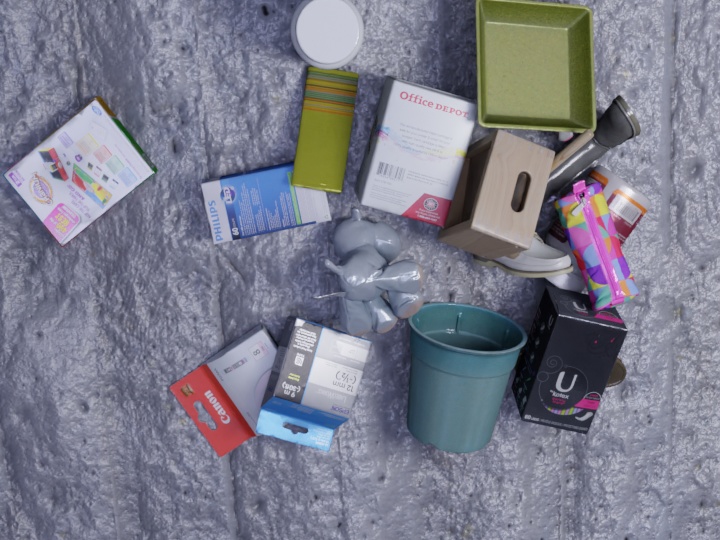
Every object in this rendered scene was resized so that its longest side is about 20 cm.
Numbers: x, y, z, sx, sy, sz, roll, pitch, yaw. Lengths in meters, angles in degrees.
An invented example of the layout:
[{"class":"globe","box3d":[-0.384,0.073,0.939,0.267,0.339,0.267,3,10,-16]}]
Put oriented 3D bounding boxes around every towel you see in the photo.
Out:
[{"class":"towel","box3d":[-0.057,-0.227,1.696,0.085,0.018,0.203,8,80,-2]}]

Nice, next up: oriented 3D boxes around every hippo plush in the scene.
[{"class":"hippo plush","box3d":[0.000,0.000,1.723,0.197,0.162,0.160,6,131,-21]}]

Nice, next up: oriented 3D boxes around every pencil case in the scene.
[{"class":"pencil case","box3d":[0.367,-0.039,1.646,0.087,0.088,0.202,-21,89,1]}]

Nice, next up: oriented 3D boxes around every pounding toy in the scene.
[{"class":"pounding toy","box3d":[0.236,-0.129,1.628,0.140,0.184,0.203,19,80,-13]}]

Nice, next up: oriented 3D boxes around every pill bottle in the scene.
[{"class":"pill bottle","box3d":[-0.051,-0.365,1.607,0.111,0.200,0.115,-1,102,-3]},{"class":"pill bottle","box3d":[0.378,-0.062,1.746,0.114,0.114,0.201,34,99,-10]}]

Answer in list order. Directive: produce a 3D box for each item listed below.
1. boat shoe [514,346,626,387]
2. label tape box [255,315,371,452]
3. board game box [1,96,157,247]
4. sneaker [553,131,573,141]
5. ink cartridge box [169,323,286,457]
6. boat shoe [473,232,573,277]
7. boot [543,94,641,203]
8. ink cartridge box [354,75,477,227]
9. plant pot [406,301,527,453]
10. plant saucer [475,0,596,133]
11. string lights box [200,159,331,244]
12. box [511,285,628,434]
[{"class":"boat shoe","box3d":[0.357,0.149,1.812,0.197,0.068,0.073,11,113,-4]},{"class":"label tape box","box3d":[-0.079,0.193,1.760,0.142,0.066,0.203,18,82,-19]},{"class":"board game box","box3d":[-0.453,-0.159,1.708,0.199,0.040,0.154,-36,102,5]},{"class":"sneaker","box3d":[0.278,-0.293,1.712,0.088,0.081,0.202,-30,94,5]},{"class":"ink cartridge box","box3d":[-0.203,0.214,1.804,0.199,0.057,0.163,-34,103,-1]},{"class":"boat shoe","box3d":[0.258,-0.035,1.710,0.074,0.199,0.069,-15,109,-40]},{"class":"boot","box3d":[0.346,-0.186,1.694,0.198,0.182,0.073,-30,76,1]},{"class":"ink cartridge box","box3d":[0.087,-0.194,1.682,0.143,0.145,0.203,15,102,-7]},{"class":"plant pot","box3d":[0.161,0.182,1.756,0.197,0.201,0.199,7,110,-5]},{"class":"plant saucer","box3d":[0.263,-0.311,1.629,0.197,0.048,0.203,1,85,-15]},{"class":"string lights box","box3d":[-0.154,-0.116,1.728,0.197,0.059,0.104,-11,102,-1]},{"class":"box","box3d":[0.336,0.146,1.712,0.120,0.106,0.202,11,114,-7]}]
